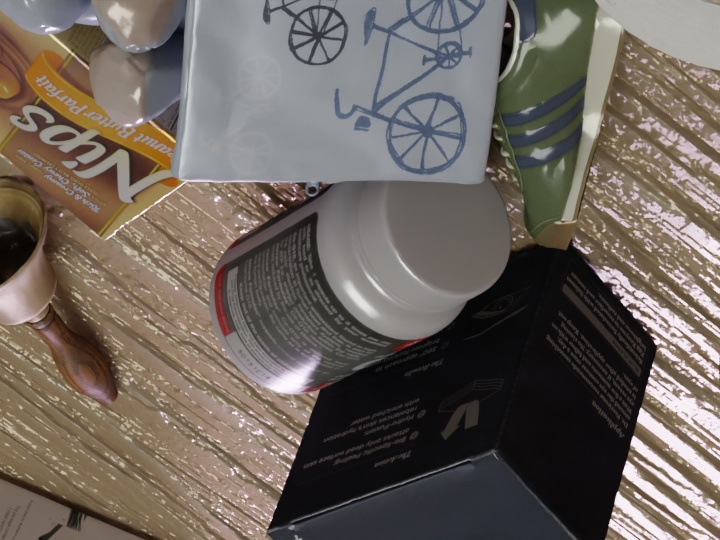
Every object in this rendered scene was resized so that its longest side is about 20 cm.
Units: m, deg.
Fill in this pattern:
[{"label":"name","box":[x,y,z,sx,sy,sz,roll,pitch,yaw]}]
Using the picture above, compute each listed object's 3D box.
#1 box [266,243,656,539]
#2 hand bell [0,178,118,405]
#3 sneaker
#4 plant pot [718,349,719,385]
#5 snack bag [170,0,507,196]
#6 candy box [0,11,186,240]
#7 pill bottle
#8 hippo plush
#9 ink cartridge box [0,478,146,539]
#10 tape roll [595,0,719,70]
[{"label":"box","box":[0.069,0.109,1.769,0.197,0.200,0.117,-23,122,37]},{"label":"hand bell","box":[-0.223,0.034,1.910,0.104,0.104,0.200,-4,144,25]},{"label":"sneaker","box":[0.104,-0.106,1.638,0.090,0.067,0.200,12,129,1]},{"label":"plant pot","box":[0.314,0.091,1.686,0.200,0.200,0.175,16,154,6]},{"label":"snack bag","box":[-0.012,-0.132,1.555,0.200,0.021,0.189,-2,117,-15]},{"label":"candy box","box":[-0.198,-0.120,1.751,0.200,0.055,0.115,40,134,-20]},{"label":"pill bottle","box":[0.000,0.000,1.715,0.114,0.114,0.200,39,146,-17]},{"label":"hippo plush","box":[-0.131,-0.192,1.615,0.161,0.200,0.159,31,118,27]},{"label":"ink cartridge box","box":[-0.239,0.261,2.119,0.200,0.084,0.146,23,137,-3]},{"label":"tape roll","box":[0.215,-0.208,1.495,0.202,0.071,0.203,11,136,11]}]
